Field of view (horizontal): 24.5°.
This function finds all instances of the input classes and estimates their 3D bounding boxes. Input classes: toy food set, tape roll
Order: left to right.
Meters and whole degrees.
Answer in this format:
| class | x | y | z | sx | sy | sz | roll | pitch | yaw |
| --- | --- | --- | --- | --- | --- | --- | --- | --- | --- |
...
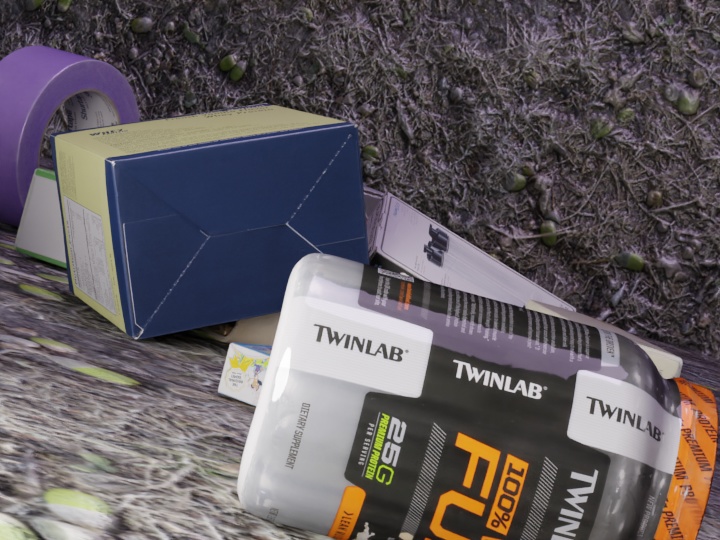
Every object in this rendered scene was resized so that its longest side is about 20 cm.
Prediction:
| class | x | y | z | sx | sy | sz | roll | pitch | yaw |
| --- | --- | --- | --- | --- | --- | --- | --- | --- | --- |
| tape roll | -0.339 | -0.141 | 1.833 | 0.084 | 0.202 | 0.199 | 16 | 3 | 30 |
| toy food set | -0.068 | 0.033 | 1.403 | 0.142 | 0.061 | 0.200 | 14 | 3 | -25 |

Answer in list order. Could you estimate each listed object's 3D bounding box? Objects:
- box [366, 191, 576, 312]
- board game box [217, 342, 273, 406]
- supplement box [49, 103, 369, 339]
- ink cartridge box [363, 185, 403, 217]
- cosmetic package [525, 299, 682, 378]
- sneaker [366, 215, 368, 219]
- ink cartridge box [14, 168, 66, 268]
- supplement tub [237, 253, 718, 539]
| class | x | y | z | sx | sy | sz | roll | pitch | yaw |
| --- | --- | --- | --- | --- | --- | --- | --- | --- | --- |
| box | 0.084 | 0.029 | 1.386 | 0.199 | 0.060 | 0.117 | 31 | 26 | -11 |
| board game box | 0.013 | 0.087 | 1.116 | 0.133 | 0.035 | 0.199 | 17 | 4 | 28 |
| supplement box | -0.122 | -0.046 | 1.314 | 0.198 | 0.136 | 0.199 | -10 | 14 | -22 |
| ink cartridge box | -0.022 | -0.017 | 1.698 | 0.085 | 0.148 | 0.200 | 16 | 4 | -7 |
| cosmetic package | 0.156 | 0.087 | 1.183 | 0.070 | 0.106 | 0.200 | 16 | 5 | -7 |
| sneaker | 0.000 | 0.000 | 1.464 | 0.201 | 0.077 | 0.085 | 57 | -8 | -21 |
| ink cartridge box | -0.213 | -0.032 | 1.608 | 0.144 | 0.085 | 0.200 | 17 | 3 | 24 |
| supplement tub | 0.052 | 0.074 | 0.748 | 0.198 | 0.124 | 0.123 | 15 | 3 | -1 |
